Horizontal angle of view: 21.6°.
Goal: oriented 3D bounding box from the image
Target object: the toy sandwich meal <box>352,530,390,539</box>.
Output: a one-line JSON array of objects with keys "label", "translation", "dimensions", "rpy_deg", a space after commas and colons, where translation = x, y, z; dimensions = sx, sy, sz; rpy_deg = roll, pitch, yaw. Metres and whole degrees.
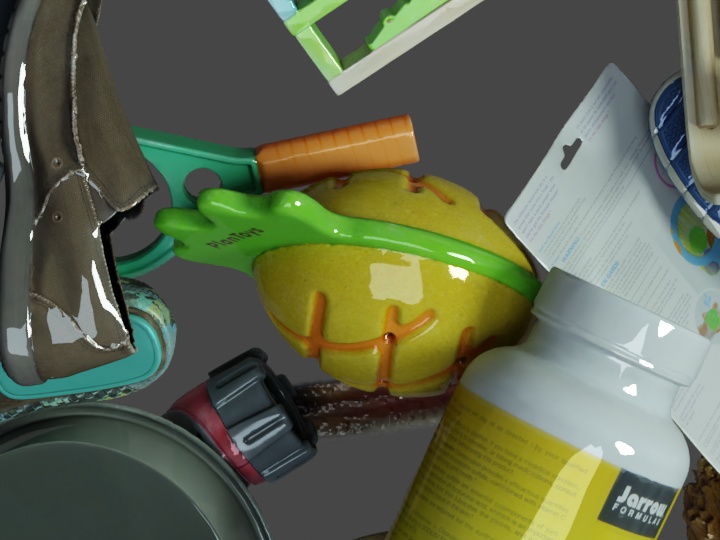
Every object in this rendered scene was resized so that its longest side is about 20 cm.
[{"label": "toy sandwich meal", "translation": [0.035, 0.222, 0.948], "dimensions": [0.205, 0.070, 0.205], "rpy_deg": [0, 92, -7]}]

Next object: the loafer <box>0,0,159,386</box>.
[{"label": "loafer", "translation": [-0.128, -0.046, 0.879], "dimensions": [0.071, 0.073, 0.200], "rpy_deg": [1, 92, 1]}]

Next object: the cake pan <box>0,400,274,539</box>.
[{"label": "cake pan", "translation": [-0.138, 0.166, 0.936], "dimensions": [0.200, 0.037, 0.200], "rpy_deg": [1, 95, 8]}]

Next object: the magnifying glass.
[{"label": "magnifying glass", "translation": [-0.071, -0.045, 0.938], "dimensions": [0.200, 0.022, 0.080], "rpy_deg": [-13, 115, 0]}]

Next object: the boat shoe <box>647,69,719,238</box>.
[{"label": "boat shoe", "translation": [0.224, -0.028, 0.939], "dimensions": [0.200, 0.072, 0.072], "rpy_deg": [41, 103, 0]}]

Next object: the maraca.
[{"label": "maraca", "translation": [0.000, 0.000, 0.904], "dimensions": [0.200, 0.137, 0.107], "rpy_deg": [19, 67, -28]}]

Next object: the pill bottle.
[{"label": "pill bottle", "translation": [0.081, 0.105, 0.858], "dimensions": [0.112, 0.112, 0.200], "rpy_deg": [24, 93, -15]}]

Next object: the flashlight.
[{"label": "flashlight", "translation": [-0.120, 0.118, 0.976], "dimensions": [0.200, 0.068, 0.068], "rpy_deg": [-33, 74, 5]}]

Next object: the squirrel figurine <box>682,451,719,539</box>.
[{"label": "squirrel figurine", "translation": [0.259, 0.162, 0.979], "dimensions": [0.200, 0.142, 0.187], "rpy_deg": [16, 141, 12]}]

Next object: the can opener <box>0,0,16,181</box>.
[{"label": "can opener", "translation": [-0.193, -0.078, 0.891], "dimensions": [0.063, 0.079, 0.200], "rpy_deg": [17, 103, -4]}]

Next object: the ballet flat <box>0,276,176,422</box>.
[{"label": "ballet flat", "translation": [-0.189, 0.042, 0.941], "dimensions": [0.200, 0.074, 0.074], "rpy_deg": [-5, 115, 2]}]

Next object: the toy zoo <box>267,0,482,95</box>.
[{"label": "toy zoo", "translation": [-0.013, -0.196, 0.875], "dimensions": [0.131, 0.020, 0.200], "rpy_deg": [-32, 113, 9]}]

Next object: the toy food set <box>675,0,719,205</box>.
[{"label": "toy food set", "translation": [0.222, -0.132, 0.870], "dimensions": [0.143, 0.060, 0.200], "rpy_deg": [-4, 88, -4]}]

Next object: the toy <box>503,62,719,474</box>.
[{"label": "toy", "translation": [0.149, 0.009, 0.953], "dimensions": [0.200, 0.115, 0.047], "rpy_deg": [46, 148, -17]}]
